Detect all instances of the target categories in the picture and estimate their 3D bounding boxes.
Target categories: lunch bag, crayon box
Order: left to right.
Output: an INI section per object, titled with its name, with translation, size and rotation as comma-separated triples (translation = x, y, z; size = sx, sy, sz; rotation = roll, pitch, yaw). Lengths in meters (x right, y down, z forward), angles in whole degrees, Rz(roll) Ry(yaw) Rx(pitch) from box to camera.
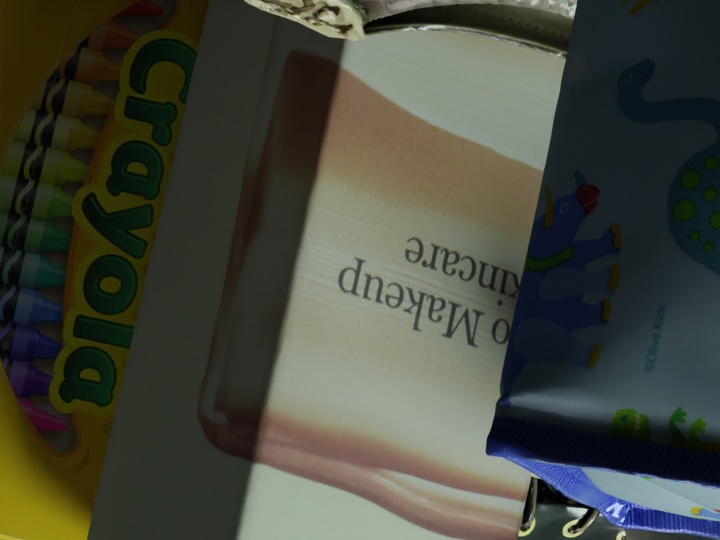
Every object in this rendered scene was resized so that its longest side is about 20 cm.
[crayon box]
translation = -0.132, -0.022, 0.900
size = 0.171, 0.201, 0.058
rotation = 11, 171, 4
[lunch bag]
translation = 0.148, -0.016, 0.633
size = 0.199, 0.171, 0.127
rotation = 6, 170, 25

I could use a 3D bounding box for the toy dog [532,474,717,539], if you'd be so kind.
[toy dog]
translation = 0.102, 0.049, 0.859
size = 0.096, 0.201, 0.132
rotation = 7, 135, -18

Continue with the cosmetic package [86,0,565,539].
[cosmetic package]
translation = 0.000, 0.000, 0.850
size = 0.103, 0.201, 0.087
rotation = 17, 169, -33

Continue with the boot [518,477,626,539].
[boot]
translation = 0.091, 0.076, 0.992
size = 0.153, 0.074, 0.203
rotation = 7, 174, 21

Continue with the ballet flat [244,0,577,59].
[ballet flat]
translation = 0.054, -0.067, 0.778
size = 0.199, 0.047, 0.067
rotation = 7, -179, -18
